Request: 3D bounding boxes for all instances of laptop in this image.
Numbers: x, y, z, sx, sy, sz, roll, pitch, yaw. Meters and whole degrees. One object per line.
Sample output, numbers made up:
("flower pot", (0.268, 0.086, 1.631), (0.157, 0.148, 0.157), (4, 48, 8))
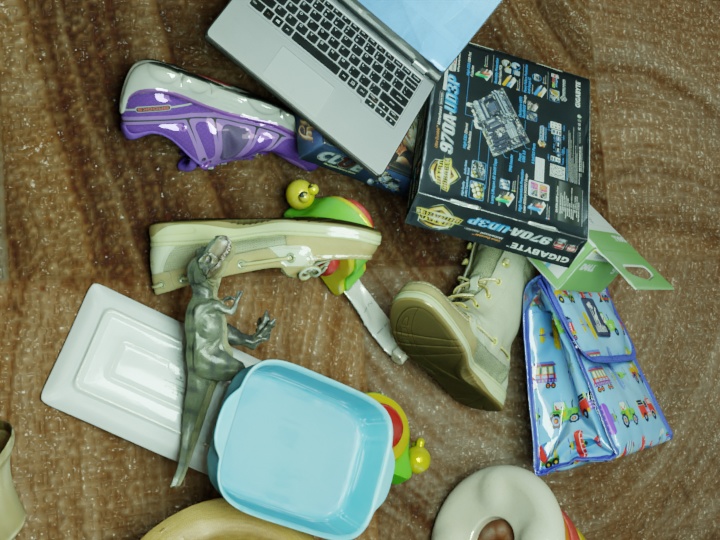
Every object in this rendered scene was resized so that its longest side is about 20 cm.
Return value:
("laptop", (0.008, -0.224, 0.973), (0.186, 0.116, 0.201), (37, 54, -10))

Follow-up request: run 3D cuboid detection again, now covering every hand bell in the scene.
("hand bell", (-0.262, 0.227, 0.888), (0.104, 0.103, 0.202), (-37, 114, -29))

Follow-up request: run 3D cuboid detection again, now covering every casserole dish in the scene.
("casserole dish", (-0.051, 0.146, 0.951), (0.199, 0.038, 0.123), (27, 74, -40))

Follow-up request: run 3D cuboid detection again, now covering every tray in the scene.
("tray", (-0.152, 0.098, 0.972), (0.198, 0.022, 0.109), (26, 69, -14))

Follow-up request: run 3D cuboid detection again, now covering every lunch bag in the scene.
("lunch bag", (0.220, 0.088, 1.172), (0.150, 0.093, 0.203), (-1, 74, -55))

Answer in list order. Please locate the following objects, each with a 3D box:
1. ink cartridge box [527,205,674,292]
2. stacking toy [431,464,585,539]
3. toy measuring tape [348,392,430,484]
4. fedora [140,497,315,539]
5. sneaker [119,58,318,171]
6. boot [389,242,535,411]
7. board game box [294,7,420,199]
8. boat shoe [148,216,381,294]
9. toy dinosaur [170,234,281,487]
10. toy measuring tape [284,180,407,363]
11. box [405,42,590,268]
("ink cartridge box", (0.197, -0.032, 1.121), (0.200, 0.060, 0.103), (50, 24, 26))
("stacking toy", (0.173, 0.282, 1.131), (0.199, 0.145, 0.148), (31, 68, -44))
("toy measuring tape", (-0.024, 0.133, 1.049), (0.197, 0.073, 0.075), (22, 73, -13))
("fedora", (-0.121, 0.280, 0.956), (0.198, 0.082, 0.204), (3, 83, -28))
("sneaker", (-0.121, -0.121, 1.025), (0.198, 0.081, 0.085), (15, 102, -30))
("boot", (0.103, 0.024, 1.103), (0.200, 0.071, 0.156), (49, 55, -47))
("board game box", (0.019, -0.142, 1.073), (0.198, 0.034, 0.138), (16, 59, -45))
("boat shoe", (-0.080, -0.012, 0.985), (0.197, 0.073, 0.064), (-1, 94, 3))
("toy dinosaur", (-0.110, 0.073, 0.955), (0.087, 0.047, 0.204), (4, 93, -36))
("toy measuring tape", (0.000, 0.000, 1.063), (0.074, 0.073, 0.201), (-43, 106, -28))
("box", (0.129, -0.112, 1.062), (0.156, 0.046, 0.202), (15, 54, -8))
